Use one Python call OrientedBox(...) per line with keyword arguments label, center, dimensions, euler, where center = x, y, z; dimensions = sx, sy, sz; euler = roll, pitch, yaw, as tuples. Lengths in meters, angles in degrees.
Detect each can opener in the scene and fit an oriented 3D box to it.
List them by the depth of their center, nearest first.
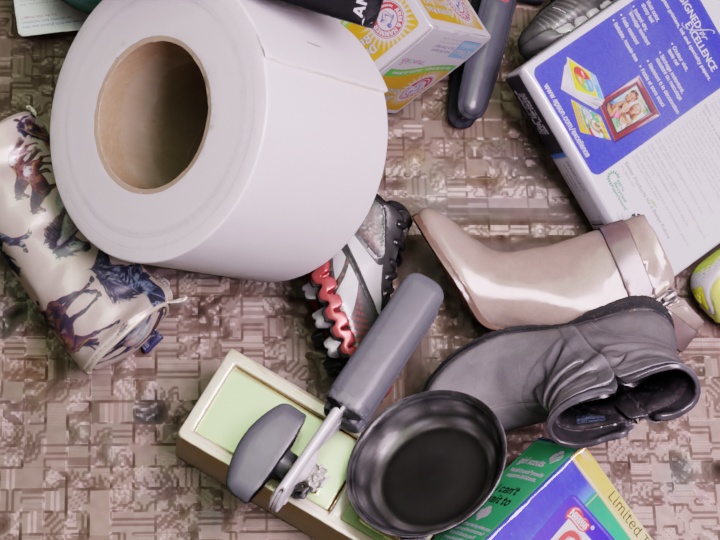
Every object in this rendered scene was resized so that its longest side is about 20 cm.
OrientedBox(label="can opener", center=(-0.014, 0.081, 1.286), dimensions=(0.066, 0.053, 0.200), euler=(36, 69, 7))
OrientedBox(label="can opener", center=(0.106, -0.205, 1.460), dimensions=(0.078, 0.063, 0.201), euler=(18, 70, 0))

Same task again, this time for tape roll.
OrientedBox(label="tape roll", center=(-0.100, -0.098, 1.310), dimensions=(0.202, 0.139, 0.204), euler=(-5, 81, 37))

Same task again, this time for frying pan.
OrientedBox(label="frying pan", center=(0.051, 0.160, 1.242), dimensions=(0.114, 0.031, 0.191), euler=(-19, 48, 11))

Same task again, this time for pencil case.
OrientedBox(label="pencil case", center=(-0.215, -0.024, 1.357), dimensions=(0.089, 0.078, 0.200), euler=(-32, 78, -24))

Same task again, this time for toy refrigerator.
OrientedBox(label="toy refrigerator", center=(-0.027, 0.142, 1.325), dimensions=(0.199, 0.070, 0.076), euler=(31, 70, 4))

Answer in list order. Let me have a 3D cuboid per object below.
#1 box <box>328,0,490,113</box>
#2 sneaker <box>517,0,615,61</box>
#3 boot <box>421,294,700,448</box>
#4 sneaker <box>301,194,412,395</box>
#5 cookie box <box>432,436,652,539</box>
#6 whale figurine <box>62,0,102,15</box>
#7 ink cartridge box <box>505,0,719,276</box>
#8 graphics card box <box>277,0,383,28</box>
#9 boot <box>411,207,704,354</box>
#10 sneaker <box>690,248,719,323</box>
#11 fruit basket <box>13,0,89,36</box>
OrientedBox(label="box", center=(-0.008, -0.228, 1.412), dimensions=(0.101, 0.112, 0.201), euler=(-36, 75, 23))
OrientedBox(label="sneaker", center=(0.185, -0.237, 1.477), dimensions=(0.200, 0.066, 0.091), euler=(-37, 84, -20))
OrientedBox(label="boot", center=(0.129, 0.084, 1.286), dimensions=(0.199, 0.132, 0.070), euler=(-26, 107, 13))
OrientedBox(label="sneaker", center=(0.000, 0.000, 1.375), dimensions=(0.097, 0.071, 0.201), euler=(-14, 72, -8))
OrientedBox(label="cookie box", center=(0.114, 0.242, 1.271), dimensions=(0.200, 0.075, 0.171), euler=(-42, 106, -17))
OrientedBox(label="whale figurine", center=(-0.149, -0.262, 1.353), dimensions=(0.199, 0.104, 0.160), euler=(-22, 97, 12))
OrientedBox(label="ink cartridge box", center=(0.239, -0.117, 1.425), dimensions=(0.200, 0.047, 0.198), euler=(-34, 98, -19))
OrientedBox(label="graphics card box", center=(-0.083, -0.225, 1.265), dimensions=(0.199, 0.126, 0.051), euler=(16, 108, -12))
OrientedBox(label="boot", center=(0.149, 0.005, 1.371), dimensions=(0.146, 0.070, 0.200), euler=(-34, 97, 6))
OrientedBox(label="sneaker", center=(0.348, -0.008, 1.423), dimensions=(0.200, 0.076, 0.105), euler=(-35, 90, -9))
OrientedBox(label="fruit basket", center=(-0.186, -0.286, 1.457), dimensions=(0.184, 0.094, 0.201), euler=(-8, 88, -8))
